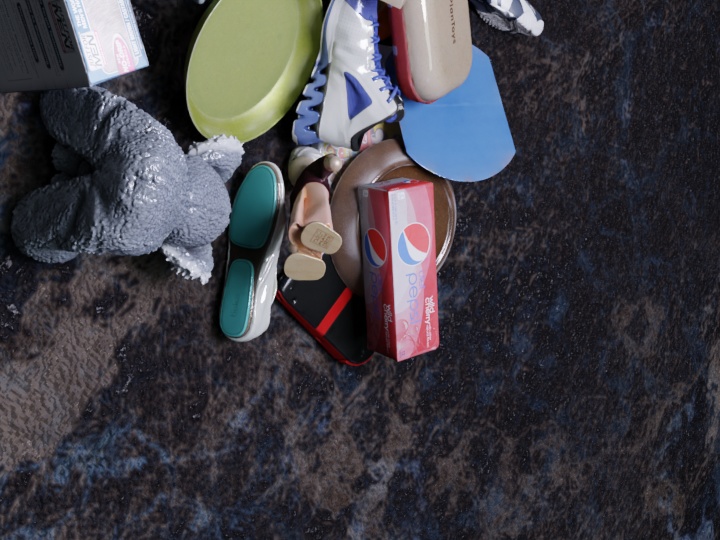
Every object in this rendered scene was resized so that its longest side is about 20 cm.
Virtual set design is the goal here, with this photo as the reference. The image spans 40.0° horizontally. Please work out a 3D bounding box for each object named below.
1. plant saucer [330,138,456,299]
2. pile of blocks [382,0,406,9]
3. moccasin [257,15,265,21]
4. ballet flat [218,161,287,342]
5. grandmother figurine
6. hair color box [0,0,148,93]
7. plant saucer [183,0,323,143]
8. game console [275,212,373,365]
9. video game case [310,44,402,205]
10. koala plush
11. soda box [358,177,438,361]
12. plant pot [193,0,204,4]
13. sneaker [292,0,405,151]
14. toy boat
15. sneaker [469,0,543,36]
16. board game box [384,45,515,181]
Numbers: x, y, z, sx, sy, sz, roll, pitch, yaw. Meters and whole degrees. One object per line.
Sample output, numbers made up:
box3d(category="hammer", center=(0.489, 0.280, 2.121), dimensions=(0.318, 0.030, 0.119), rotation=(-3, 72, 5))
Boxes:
box3d(category="plant saucer", center=(0.049, -0.058, 1.208), dimensions=(0.198, 0.032, 0.204), rotation=(-9, 105, -36))
box3d(category="pile of blocks", center=(-0.012, -0.360, 1.047), dimensions=(0.082, 0.200, 0.063), rotation=(-28, 152, -44))
box3d(category="moccasin", center=(-0.110, -0.367, 1.055), dimensions=(0.077, 0.073, 0.205), rotation=(-19, 109, -40))
box3d(category="ballet flat", center=(-0.115, -0.020, 1.115), dimensions=(0.069, 0.069, 0.204), rotation=(7, 95, -41))
box3d(category="grandmother figurine", center=(-0.055, -0.078, 1.080), dimensions=(0.060, 0.201, 0.122), rotation=(30, 114, -23))
box3d(category="hair color box", center=(-0.267, -0.212, 0.856), dimensions=(0.060, 0.198, 0.102), rotation=(-28, 114, -34))
box3d(category="plant saucer", center=(-0.117, -0.231, 1.050), dimensions=(0.199, 0.031, 0.202), rotation=(-39, 149, -29))
box3d(category="game console", center=(0.000, 0.000, 1.222), dimensions=(0.177, 0.031, 0.201), rotation=(46, 72, -34))
box3d(category="video game case", center=(0.016, -0.177, 1.225), dimensions=(0.180, 0.023, 0.204), rotation=(0, 96, -41))
box3d(category="koala plush", center=(-0.201, -0.073, 0.968), dimensions=(0.199, 0.182, 0.181), rotation=(19, 84, -52))
box3d(category="soda box", center=(0.046, -0.002, 1.159), dimensions=(0.069, 0.063, 0.204), rotation=(-14, 108, -33))
box3d(category="plant pot", center=(-0.198, -0.401, 0.887), dimensions=(0.197, 0.196, 0.199), rotation=(23, 79, -1))
box3d(category="sneaker", center=(0.005, -0.223, 1.113), dimensions=(0.081, 0.113, 0.202), rotation=(-51, 160, -74))
box3d(category="toy boat", center=(0.051, -0.301, 1.162), dimensions=(0.130, 0.129, 0.203), rotation=(-36, 125, -51))
box3d(category="sneaker", center=(0.188, -0.403, 1.305), dimensions=(0.197, 0.079, 0.132), rotation=(22, 90, -30))
box3d(category="board game box", center=(0.104, -0.197, 1.237), dimensions=(0.156, 0.039, 0.203), rotation=(-7, 74, -26))
